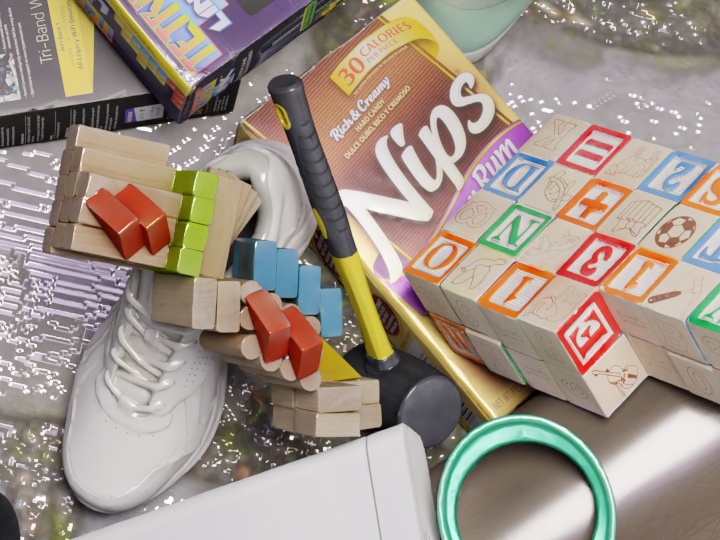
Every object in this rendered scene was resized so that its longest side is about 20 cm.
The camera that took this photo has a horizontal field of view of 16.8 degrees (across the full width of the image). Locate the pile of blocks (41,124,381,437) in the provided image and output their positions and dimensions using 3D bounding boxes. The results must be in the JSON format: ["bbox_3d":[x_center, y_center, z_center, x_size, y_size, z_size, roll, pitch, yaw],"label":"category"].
[{"bbox_3d":[-0.050,0.005,1.086,0.200,0.062,0.082,40,75,-25],"label":"pile of blocks"}]

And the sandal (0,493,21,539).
[{"bbox_3d":[-0.174,0.179,1.084,0.043,0.200,0.076,22,31,37],"label":"sandal"}]

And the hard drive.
[{"bbox_3d":[-0.056,0.161,1.108,0.200,0.027,0.132,-21,58,19],"label":"hard drive"}]

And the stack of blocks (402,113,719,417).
[{"bbox_3d":[0.128,0.005,1.107,0.115,0.200,0.059,-46,126,-18],"label":"stack of blocks"}]

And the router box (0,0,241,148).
[{"bbox_3d":[-0.157,-0.168,1.242,0.157,0.052,0.200,-9,76,-11],"label":"router box"}]

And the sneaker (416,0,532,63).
[{"bbox_3d":[0.101,-0.204,1.258,0.074,0.118,0.200,33,70,3],"label":"sneaker"}]

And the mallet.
[{"bbox_3d":[0.000,0.000,1.148,0.041,0.200,0.066,-33,38,-22],"label":"mallet"}]

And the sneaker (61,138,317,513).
[{"bbox_3d":[-0.093,0.022,1.155,0.078,0.099,0.200,25,90,12],"label":"sneaker"}]

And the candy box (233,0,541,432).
[{"bbox_3d":[0.042,-0.027,1.230,0.117,0.056,0.200,-39,81,-16],"label":"candy box"}]

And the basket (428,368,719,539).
[{"bbox_3d":[0.117,0.121,1.157,0.200,0.136,0.180,-27,121,-8],"label":"basket"}]

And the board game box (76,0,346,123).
[{"bbox_3d":[-0.086,-0.200,1.205,0.165,0.057,0.200,-37,84,-17],"label":"board game box"}]

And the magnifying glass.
[{"bbox_3d":[0.092,0.160,1.076,0.080,0.022,0.200,-19,86,-1],"label":"magnifying glass"}]
